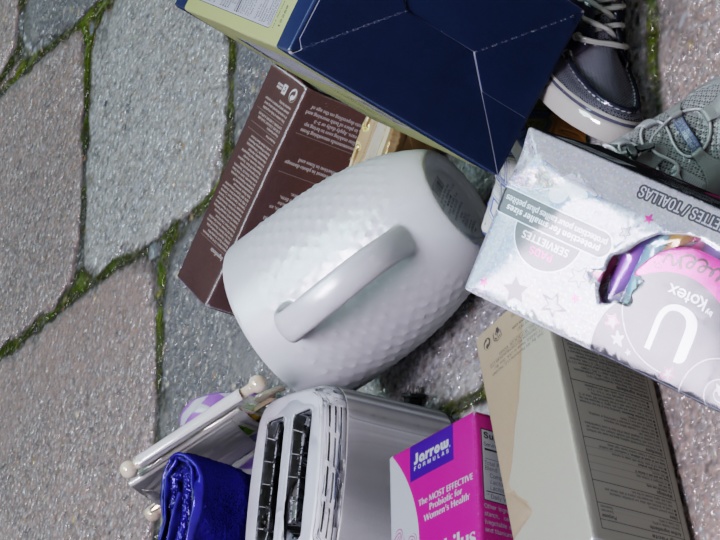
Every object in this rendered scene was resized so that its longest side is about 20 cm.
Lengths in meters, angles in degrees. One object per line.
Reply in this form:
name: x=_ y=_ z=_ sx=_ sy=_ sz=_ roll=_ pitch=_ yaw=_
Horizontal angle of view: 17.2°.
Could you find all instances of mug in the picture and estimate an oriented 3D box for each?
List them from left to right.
mug: x=0.000 y=0.000 z=1.770 sx=0.175 sy=0.200 sz=0.148 roll=-35 pitch=90 yaw=23

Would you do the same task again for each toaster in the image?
toaster: x=-0.005 y=0.166 z=1.747 sx=0.113 sy=0.129 sz=0.201 roll=-17 pitch=61 yaw=51

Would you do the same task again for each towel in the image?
towel: x=-0.082 y=0.225 z=1.779 sx=0.049 sy=0.200 sz=0.149 roll=6 pitch=80 yaw=37

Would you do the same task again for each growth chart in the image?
growth chart: x=-0.113 y=0.136 z=1.806 sx=0.144 sy=0.200 sz=0.018 roll=-32 pitch=75 yaw=-6

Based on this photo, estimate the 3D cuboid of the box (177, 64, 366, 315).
box: x=-0.060 y=-0.057 z=1.966 sx=0.075 sy=0.100 sz=0.201 roll=37 pitch=105 yaw=56

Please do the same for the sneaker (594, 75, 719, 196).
sneaker: x=0.188 y=-0.059 z=1.581 sx=0.200 sy=0.082 sz=0.075 roll=-42 pitch=57 yaw=12

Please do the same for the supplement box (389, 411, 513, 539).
supplement box: x=0.089 y=0.212 z=1.613 sx=0.101 sy=0.103 sz=0.201 roll=-34 pitch=47 yaw=45

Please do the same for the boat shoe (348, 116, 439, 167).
boat shoe: x=0.035 y=-0.125 z=1.880 sx=0.069 sy=0.073 sz=0.201 roll=37 pitch=107 yaw=50

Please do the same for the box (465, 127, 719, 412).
box: x=0.187 y=0.005 z=1.464 sx=0.199 sy=0.132 sz=0.115 roll=25 pitch=98 yaw=24

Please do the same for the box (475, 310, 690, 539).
box: x=0.147 y=0.118 z=1.579 sx=0.078 sy=0.095 sz=0.201 roll=-43 pitch=42 yaw=39

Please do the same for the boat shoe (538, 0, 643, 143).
boat shoe: x=0.163 y=-0.174 z=1.709 sx=0.093 sy=0.074 sz=0.200 roll=-64 pitch=32 yaw=26

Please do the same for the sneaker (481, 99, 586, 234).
sneaker: x=0.117 y=-0.062 z=1.727 sx=0.088 sy=0.075 sz=0.201 roll=-39 pitch=44 yaw=40

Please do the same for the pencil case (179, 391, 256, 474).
pencil case: x=-0.102 y=0.193 z=1.926 sx=0.086 sy=0.083 sz=0.201 roll=92 pitch=173 yaw=-54

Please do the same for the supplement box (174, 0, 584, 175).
supplement box: x=0.010 y=-0.188 z=1.701 sx=0.135 sy=0.199 sz=0.200 roll=-61 pitch=32 yaw=1
